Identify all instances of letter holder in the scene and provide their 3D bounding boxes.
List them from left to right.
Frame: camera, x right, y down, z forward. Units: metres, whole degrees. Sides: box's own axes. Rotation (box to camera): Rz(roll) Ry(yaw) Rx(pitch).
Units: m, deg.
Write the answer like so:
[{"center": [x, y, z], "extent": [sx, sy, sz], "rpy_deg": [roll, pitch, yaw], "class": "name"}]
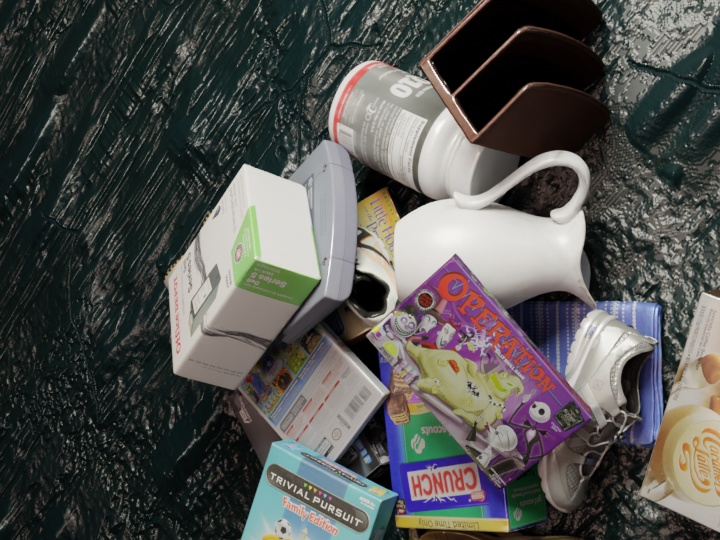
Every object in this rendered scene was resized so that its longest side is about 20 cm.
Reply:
[{"center": [0.178, -0.195, 0.991], "extent": [0.142, 0.199, 0.101], "rpy_deg": [-42, 66, 27], "class": "letter holder"}]

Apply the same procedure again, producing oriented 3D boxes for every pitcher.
[{"center": [0.132, -0.035, 1.015], "extent": [0.197, 0.122, 0.174], "rpy_deg": [-3, 119, 8], "class": "pitcher"}]

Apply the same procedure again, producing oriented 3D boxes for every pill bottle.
[{"center": [0.071, -0.147, 1.122], "extent": [0.199, 0.113, 0.115], "rpy_deg": [29, 106, 32], "class": "pill bottle"}]

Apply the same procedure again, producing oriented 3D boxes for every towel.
[{"center": [0.220, 0.105, 1.064], "extent": [0.198, 0.024, 0.147], "rpy_deg": [-1, 88, 36], "class": "towel"}]

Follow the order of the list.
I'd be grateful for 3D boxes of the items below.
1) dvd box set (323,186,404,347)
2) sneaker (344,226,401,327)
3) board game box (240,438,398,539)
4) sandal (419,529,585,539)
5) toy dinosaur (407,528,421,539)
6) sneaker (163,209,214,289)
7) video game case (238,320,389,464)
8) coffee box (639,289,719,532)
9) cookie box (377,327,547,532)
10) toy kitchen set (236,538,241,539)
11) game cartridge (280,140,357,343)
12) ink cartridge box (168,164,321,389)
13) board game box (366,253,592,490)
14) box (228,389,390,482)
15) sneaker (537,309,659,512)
[{"center": [-0.022, 0.013, 1.202], "extent": [0.198, 0.029, 0.148], "rpy_deg": [-29, 71, 16], "class": "dvd box set"}, {"center": [0.000, 0.000, 1.121], "extent": [0.074, 0.080, 0.200], "rpy_deg": [-51, 50, 8], "class": "sneaker"}, {"center": [-0.060, 0.314, 1.138], "extent": [0.149, 0.047, 0.203], "rpy_deg": [21, 97, 27], "class": "board game box"}, {"center": [0.160, 0.308, 1.089], "extent": [0.197, 0.054, 0.082], "rpy_deg": [-6, 99, 21], "class": "sandal"}, {"center": [0.036, 0.376, 1.120], "extent": [0.047, 0.088, 0.202], "rpy_deg": [24, 73, 9], "class": "toy dinosaur"}, {"center": [-0.175, -0.013, 1.330], "extent": [0.090, 0.075, 0.200], "rpy_deg": [51, 123, 16], "class": "sneaker"}, {"center": [-0.073, 0.121, 1.177], "extent": [0.200, 0.018, 0.144], "rpy_deg": [45, 117, 19], "class": "video game case"}, {"center": [0.348, 0.131, 0.936], "extent": [0.113, 0.079, 0.203], "rpy_deg": [22, 102, 34], "class": "coffee box"}, {"center": [0.107, 0.172, 1.094], "extent": [0.170, 0.075, 0.203], "rpy_deg": [-13, 80, 47], "class": "cookie box"}, {"center": [-0.102, 0.412, 1.206], "extent": [0.198, 0.162, 0.183], "rpy_deg": [-18, 79, 34], "class": "toy kitchen set"}, {"center": [-0.049, -0.035, 1.123], "extent": [0.133, 0.040, 0.203], "rpy_deg": [-44, 40, 50], "class": "game cartridge"}, {"center": [-0.134, 0.011, 1.125], "extent": [0.200, 0.083, 0.147], "rpy_deg": [-51, 36, 34], "class": "ink cartridge box"}, {"center": [0.113, 0.098, 0.975], "extent": [0.120, 0.032, 0.200], "rpy_deg": [-42, 89, 14], "class": "board game box"}, {"center": [-0.061, 0.192, 1.248], "extent": [0.158, 0.049, 0.201], "rpy_deg": [-43, 65, 26], "class": "box"}, {"center": [0.232, 0.144, 0.995], "extent": [0.081, 0.074, 0.203], "rpy_deg": [18, 97, 39], "class": "sneaker"}]
